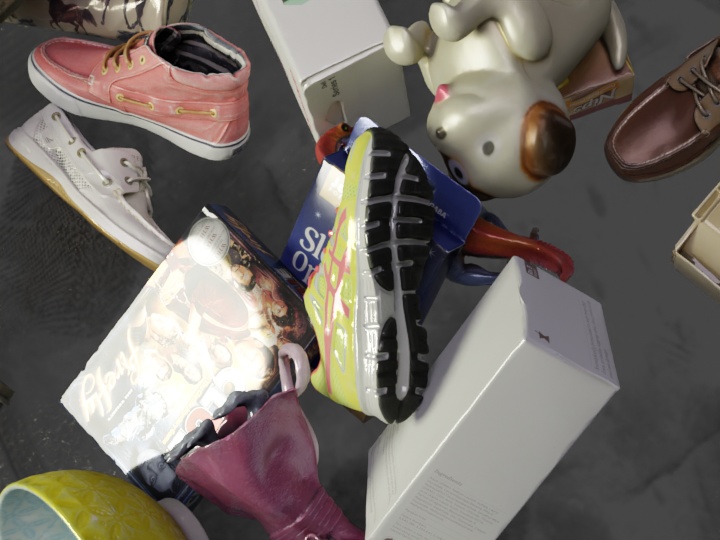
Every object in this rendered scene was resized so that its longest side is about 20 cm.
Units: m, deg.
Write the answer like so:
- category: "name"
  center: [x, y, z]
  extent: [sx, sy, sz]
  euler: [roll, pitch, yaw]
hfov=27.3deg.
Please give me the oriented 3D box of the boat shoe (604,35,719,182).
- category: "boat shoe"
  center: [0.271, -0.143, 1.137]
  extent: [0.199, 0.072, 0.076]
  euler: [-36, 71, -3]

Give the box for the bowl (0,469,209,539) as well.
- category: "bowl"
  center: [-0.166, 0.222, 1.063]
  extent: [0.107, 0.201, 0.201]
  euler: [-25, 67, -34]

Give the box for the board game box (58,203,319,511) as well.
- category: "board game box"
  center: [-0.124, 0.070, 1.125]
  extent: [0.135, 0.035, 0.201]
  euler: [43, 104, 18]

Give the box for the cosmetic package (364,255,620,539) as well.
- category: "cosmetic package"
  center: [0.085, 0.104, 1.019]
  extent: [0.081, 0.113, 0.201]
  euler: [29, 118, -14]

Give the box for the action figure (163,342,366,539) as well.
- category: "action figure"
  center: [-0.041, 0.174, 1.060]
  extent: [0.200, 0.134, 0.149]
  euler: [46, 76, -3]

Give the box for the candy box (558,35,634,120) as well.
- category: "candy box"
  center: [0.133, -0.215, 1.191]
  extent: [0.114, 0.055, 0.202]
  euler: [-18, 71, 2]

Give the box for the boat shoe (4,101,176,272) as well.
- category: "boat shoe"
  center: [-0.202, -0.070, 1.197]
  extent: [0.200, 0.071, 0.069]
  euler: [40, 83, 20]

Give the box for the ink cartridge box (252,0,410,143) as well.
- category: "ink cartridge box"
  center: [-0.039, -0.213, 1.173]
  extent: [0.083, 0.145, 0.202]
  euler: [-24, 71, -1]

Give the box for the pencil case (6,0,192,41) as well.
- category: "pencil case"
  center: [-0.233, -0.244, 1.250]
  extent: [0.197, 0.078, 0.091]
  euler: [12, 98, 13]

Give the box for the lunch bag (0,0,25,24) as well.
- category: "lunch bag"
  center: [-0.321, -0.278, 1.158]
  extent: [0.164, 0.118, 0.200]
  euler: [44, 82, -1]

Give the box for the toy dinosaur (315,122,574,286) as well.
- category: "toy dinosaur"
  center: [0.054, -0.054, 1.114]
  extent: [0.181, 0.200, 0.106]
  euler: [36, 63, -13]

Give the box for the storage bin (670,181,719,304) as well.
- category: "storage bin"
  center: [0.360, -0.018, 1.074]
  extent: [0.200, 0.094, 0.199]
  euler: [41, 84, 18]

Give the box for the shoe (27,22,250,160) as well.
- category: "shoe"
  center: [-0.178, -0.165, 1.198]
  extent: [0.198, 0.092, 0.072]
  euler: [22, 49, 10]

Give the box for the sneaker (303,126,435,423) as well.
- category: "sneaker"
  center: [-0.005, 0.002, 1.029]
  extent: [0.090, 0.078, 0.203]
  euler: [3, 90, 40]

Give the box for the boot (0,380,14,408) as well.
- category: "boot"
  center: [-0.381, 0.151, 1.160]
  extent: [0.180, 0.073, 0.202]
  euler: [13, 69, 27]

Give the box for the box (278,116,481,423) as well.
- category: "box"
  center: [0.000, 0.000, 1.098]
  extent: [0.121, 0.032, 0.201]
  euler: [37, 122, 19]

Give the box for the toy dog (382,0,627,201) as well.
- category: "toy dog"
  center: [0.105, -0.149, 1.076]
  extent: [0.139, 0.193, 0.202]
  euler: [-11, 58, 44]
